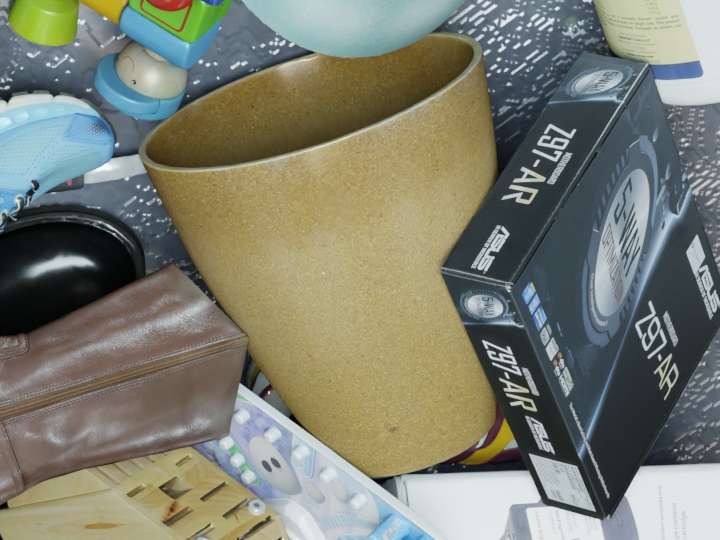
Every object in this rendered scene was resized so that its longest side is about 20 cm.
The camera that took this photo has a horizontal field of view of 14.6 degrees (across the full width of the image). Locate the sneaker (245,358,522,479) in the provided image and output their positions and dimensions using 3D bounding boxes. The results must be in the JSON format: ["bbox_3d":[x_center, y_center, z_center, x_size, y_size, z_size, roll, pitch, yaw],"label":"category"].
[{"bbox_3d":[0.034,0.088,1.604,0.199,0.090,0.075,3,114,-9],"label":"sneaker"}]

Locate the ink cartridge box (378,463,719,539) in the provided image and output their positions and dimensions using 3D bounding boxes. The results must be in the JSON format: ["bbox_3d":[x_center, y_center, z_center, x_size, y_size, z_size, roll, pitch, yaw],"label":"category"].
[{"bbox_3d":[0.110,0.159,1.609,0.199,0.145,0.085,-1,81,-8],"label":"ink cartridge box"}]

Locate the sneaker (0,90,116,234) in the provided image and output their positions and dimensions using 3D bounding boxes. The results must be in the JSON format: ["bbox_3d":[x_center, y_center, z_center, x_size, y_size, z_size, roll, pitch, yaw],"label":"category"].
[{"bbox_3d":[-0.211,-0.019,1.478,0.200,0.078,0.090,-31,73,-18],"label":"sneaker"}]

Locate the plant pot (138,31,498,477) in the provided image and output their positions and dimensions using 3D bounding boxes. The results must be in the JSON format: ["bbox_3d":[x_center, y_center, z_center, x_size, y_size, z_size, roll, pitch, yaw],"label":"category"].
[{"bbox_3d":[0.000,0.000,1.481,0.186,0.186,0.201,-17,109,-1],"label":"plant pot"}]

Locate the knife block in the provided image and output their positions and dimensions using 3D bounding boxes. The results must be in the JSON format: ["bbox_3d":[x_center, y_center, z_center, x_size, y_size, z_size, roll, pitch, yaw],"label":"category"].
[{"bbox_3d":[-0.147,0.160,1.558,0.200,0.064,0.176,35,131,22],"label":"knife block"}]

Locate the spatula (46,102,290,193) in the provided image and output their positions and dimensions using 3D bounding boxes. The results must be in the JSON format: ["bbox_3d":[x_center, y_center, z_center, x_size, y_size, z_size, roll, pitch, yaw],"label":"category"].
[{"bbox_3d":[-0.138,-0.058,1.550,0.199,0.021,0.057,-7,109,-5],"label":"spatula"}]

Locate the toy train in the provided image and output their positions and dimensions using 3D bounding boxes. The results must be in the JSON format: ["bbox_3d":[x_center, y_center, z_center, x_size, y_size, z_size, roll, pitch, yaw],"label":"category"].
[{"bbox_3d":[-0.160,-0.171,1.476,0.200,0.085,0.116,31,127,7],"label":"toy train"}]

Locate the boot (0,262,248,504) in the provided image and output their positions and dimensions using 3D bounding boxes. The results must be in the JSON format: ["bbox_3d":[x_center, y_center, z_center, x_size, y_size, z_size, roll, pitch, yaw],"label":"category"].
[{"bbox_3d":[-0.164,0.024,1.422,0.199,0.064,0.187,-19,108,-16],"label":"boot"}]

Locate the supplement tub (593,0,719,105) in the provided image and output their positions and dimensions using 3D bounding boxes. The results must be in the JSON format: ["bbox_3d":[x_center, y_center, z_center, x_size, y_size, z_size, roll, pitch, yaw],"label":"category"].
[{"bbox_3d":[0.175,-0.203,1.463,0.144,0.145,0.201,-21,116,2],"label":"supplement tub"}]

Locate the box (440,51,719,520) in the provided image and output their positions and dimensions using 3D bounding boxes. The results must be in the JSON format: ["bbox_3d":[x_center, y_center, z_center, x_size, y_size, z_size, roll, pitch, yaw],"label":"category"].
[{"bbox_3d":[0.124,0.010,1.491,0.160,0.043,0.200,-56,141,-29],"label":"box"}]

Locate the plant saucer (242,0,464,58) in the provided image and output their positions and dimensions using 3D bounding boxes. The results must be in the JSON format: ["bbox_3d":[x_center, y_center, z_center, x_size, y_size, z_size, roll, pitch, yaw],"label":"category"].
[{"bbox_3d":[0.009,-0.209,1.441,0.200,0.039,0.202,-5,98,-34],"label":"plant saucer"}]

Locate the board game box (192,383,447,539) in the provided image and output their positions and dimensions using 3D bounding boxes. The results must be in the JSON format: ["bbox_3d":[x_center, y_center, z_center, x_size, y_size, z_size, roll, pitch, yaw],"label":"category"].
[{"bbox_3d":[-0.042,0.157,1.549,0.026,0.200,0.200,-41,154,-31],"label":"board game box"}]

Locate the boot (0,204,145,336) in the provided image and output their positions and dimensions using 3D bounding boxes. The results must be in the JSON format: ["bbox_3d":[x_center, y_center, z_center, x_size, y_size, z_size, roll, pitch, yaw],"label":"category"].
[{"bbox_3d":[-0.214,0.045,1.510,0.210,0.158,0.080,-16,116,-1],"label":"boot"}]
